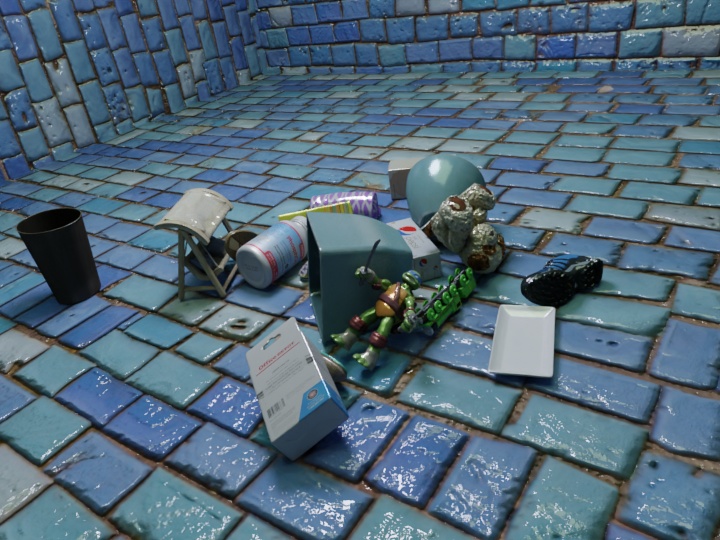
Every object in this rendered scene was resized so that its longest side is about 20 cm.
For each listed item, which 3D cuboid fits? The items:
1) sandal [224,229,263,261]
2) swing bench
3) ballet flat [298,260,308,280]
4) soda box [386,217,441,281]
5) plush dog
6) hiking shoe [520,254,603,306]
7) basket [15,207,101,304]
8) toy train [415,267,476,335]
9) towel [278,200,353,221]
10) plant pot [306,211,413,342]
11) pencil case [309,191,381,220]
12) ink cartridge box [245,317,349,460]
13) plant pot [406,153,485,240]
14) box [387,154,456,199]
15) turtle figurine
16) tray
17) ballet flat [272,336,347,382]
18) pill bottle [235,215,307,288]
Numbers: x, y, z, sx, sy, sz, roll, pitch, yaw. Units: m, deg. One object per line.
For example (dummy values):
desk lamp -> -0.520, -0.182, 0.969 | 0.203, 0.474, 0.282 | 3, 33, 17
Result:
sandal -> -0.267, -0.066, 1.479 | 0.053, 0.083, 0.198 | 20, 15, 28
swing bench -> -0.373, -0.070, 1.436 | 0.126, 0.205, 0.200 | -4, 29, 10
ballet flat -> -0.060, -0.041, 1.425 | 0.196, 0.074, 0.072 | -19, 30, -15
soda box -> 0.121, -0.050, 1.388 | 0.066, 0.065, 0.201 | -14, 30, -10
plush dog -> 0.235, -0.068, 1.299 | 0.173, 0.161, 0.199 | 50, 37, 8
hiking shoe -> 0.385, 0.017, 1.192 | 0.195, 0.077, 0.086 | -12, 20, -25
basket -> -0.729, -0.032, 1.482 | 0.176, 0.205, 0.136 | 5, 32, 26
toy train -> 0.171, 0.059, 1.187 | 0.041, 0.058, 0.199 | -2, 27, 42
towel -> -0.112, -0.121, 1.572 | 0.194, 0.089, 0.018 | -12, -2, -3
plant pot -> 0.000, 0.000, 1.219 | 0.194, 0.201, 0.197 | -6, 27, -11
pencil case -> -0.041, -0.169, 1.632 | 0.194, 0.087, 0.085 | 1, -5, 14
ink cartridge box -> -0.108, 0.185, 0.976 | 0.115, 0.067, 0.201 | -36, 40, 3
plant pot -> 0.196, -0.153, 1.439 | 0.194, 0.202, 0.137 | 1, 50, 19
box -> 0.180, -0.268, 1.721 | 0.194, 0.097, 0.078 | -5, 29, 12
turtle figurine -> 0.031, 0.064, 1.066 | 0.196, 0.143, 0.200 | -53, 0, -4
tray -> 0.290, 0.126, 1.068 | 0.104, 0.023, 0.201 | 0, 31, 20
ballet flat -> -0.101, 0.173, 1.083 | 0.067, 0.069, 0.198 | -47, 37, -20
pill bottle -> -0.196, -0.051, 1.443 | 0.107, 0.111, 0.199 | 12, 36, 34
